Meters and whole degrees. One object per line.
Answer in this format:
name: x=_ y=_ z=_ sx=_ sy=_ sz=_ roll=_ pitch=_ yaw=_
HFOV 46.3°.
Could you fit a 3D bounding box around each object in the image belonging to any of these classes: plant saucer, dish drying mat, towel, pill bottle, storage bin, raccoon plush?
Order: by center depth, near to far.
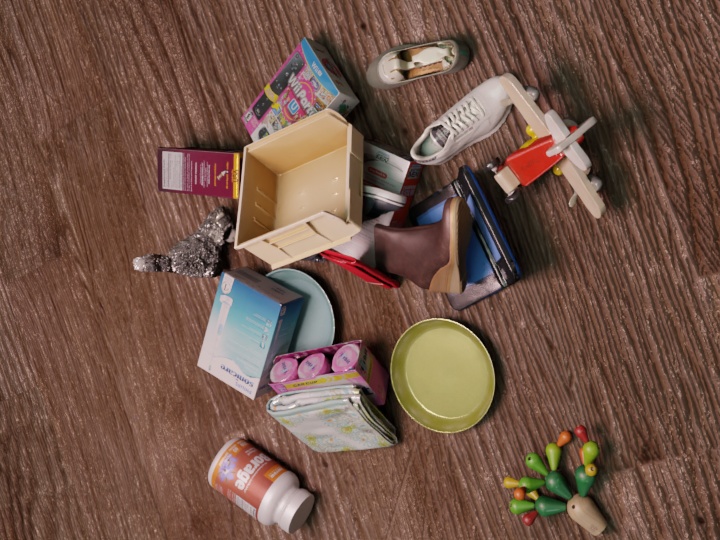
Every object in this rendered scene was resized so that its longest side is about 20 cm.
storage bin: x=-0.096 y=-0.132 z=1.377 sx=0.196 sy=0.093 sz=0.203 roll=-19 pitch=55 yaw=31
dish drying mat: x=0.000 y=0.000 z=1.438 sx=0.076 sy=0.200 sz=0.018 roll=18 pitch=85 yaw=26
plant saucer: x=0.146 y=0.182 z=1.475 sx=0.197 sy=0.031 sz=0.204 roll=4 pitch=98 yaw=28
towel: x=-0.050 y=0.276 z=1.530 sx=0.197 sy=0.049 sz=0.172 roll=-11 pitch=136 yaw=29
plant saucer: x=-0.126 y=0.095 z=1.611 sx=0.197 sy=0.036 sz=0.204 roll=5 pitch=100 yaw=29
raccoon plush: x=-0.335 y=-0.060 z=1.632 sx=0.096 sy=0.197 sz=0.137 roll=23 pitch=110 yaw=57
pill bottle: x=-0.192 y=0.424 z=1.649 sx=0.198 sy=0.112 sz=0.114 roll=28 pitch=109 yaw=22

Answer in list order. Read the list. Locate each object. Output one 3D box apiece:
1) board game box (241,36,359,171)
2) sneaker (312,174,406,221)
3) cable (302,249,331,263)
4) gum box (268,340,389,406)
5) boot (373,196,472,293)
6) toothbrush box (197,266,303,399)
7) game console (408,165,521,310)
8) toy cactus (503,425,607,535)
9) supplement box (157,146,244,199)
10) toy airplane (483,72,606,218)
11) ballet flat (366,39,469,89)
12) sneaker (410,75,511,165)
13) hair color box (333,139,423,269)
board game box: x=-0.112 y=-0.290 z=1.514 sx=0.200 sy=0.064 sz=0.149 roll=-44 pitch=60 yaw=25
sneaker: x=-0.008 y=-0.108 z=1.420 sx=0.198 sy=0.078 sz=0.081 roll=15 pitch=94 yaw=42
cable: x=-0.102 y=-0.121 z=1.567 sx=0.161 sy=0.050 sz=0.204 roll=19 pitch=104 yaw=33
gum box: x=-0.061 y=0.200 z=1.536 sx=0.197 sy=0.067 sz=0.114 roll=-13 pitch=135 yaw=28
boot: x=0.093 y=-0.050 z=1.364 sx=0.164 sy=0.073 sz=0.202 roll=17 pitch=137 yaw=22
toothbrush box: x=-0.209 y=0.117 z=1.591 sx=0.145 sy=0.085 sz=0.203 roll=25 pitch=108 yaw=23
game console: x=0.166 y=-0.048 z=1.388 sx=0.117 sy=0.171 sz=0.202 roll=-26 pitch=84 yaw=2
toy cactus: x=0.335 y=0.361 z=1.370 sx=0.165 sy=0.102 sz=0.200 roll=45 pitch=107 yaw=5
supplement box: x=-0.281 y=-0.190 z=1.614 sx=0.197 sy=0.110 sz=0.087 roll=8 pitch=101 yaw=28
toy airplane: x=0.294 y=-0.192 z=1.280 sx=0.198 sy=0.141 sz=0.202 roll=28 pitch=143 yaw=35
ballet flat: x=0.086 y=-0.352 z=1.416 sx=0.197 sy=0.063 sz=0.069 roll=-5 pitch=94 yaw=30
sneaker: x=0.167 y=-0.241 z=1.378 sx=0.200 sy=0.080 sz=0.077 roll=-42 pitch=76 yaw=25
hair color box: x=0.026 y=-0.117 z=1.482 sx=0.110 sy=0.064 sz=0.203 roll=27 pitch=110 yaw=25
